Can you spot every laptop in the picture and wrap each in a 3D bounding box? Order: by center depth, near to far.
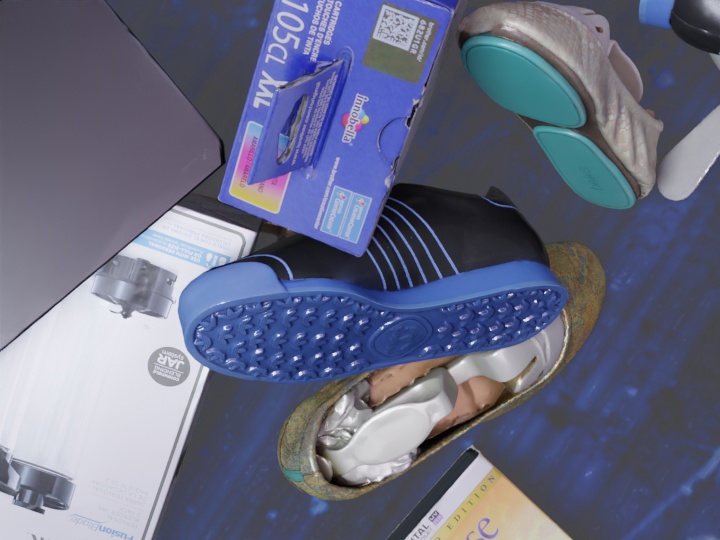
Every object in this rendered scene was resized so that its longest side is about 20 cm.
[{"bbox_3d":[-0.187,-0.067,0.779,0.177,0.200,0.103,-40,125,-5],"label":"laptop"}]

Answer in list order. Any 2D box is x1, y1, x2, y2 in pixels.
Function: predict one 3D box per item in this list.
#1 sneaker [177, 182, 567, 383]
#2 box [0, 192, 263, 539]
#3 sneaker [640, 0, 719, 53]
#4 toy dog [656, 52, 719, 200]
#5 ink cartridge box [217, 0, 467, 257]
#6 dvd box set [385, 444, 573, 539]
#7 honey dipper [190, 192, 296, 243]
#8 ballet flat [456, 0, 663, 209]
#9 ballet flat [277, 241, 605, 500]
[{"bbox_3d":[0.000,0.000,0.795,0.199,0.070,0.078,-3,50,-30],"label":"sneaker"},{"bbox_3d":[-0.131,0.053,0.813,0.116,0.060,0.201,20,98,-4],"label":"box"},{"bbox_3d":[0.215,-0.184,0.836,0.078,0.070,0.200,26,69,19],"label":"sneaker"},{"bbox_3d":[0.223,-0.037,0.880,0.131,0.096,0.201,8,78,-2],"label":"toy dog"},{"bbox_3d":[0.002,-0.104,0.753,0.076,0.200,0.137,20,128,0],"label":"ink cartridge box"},{"bbox_3d":[0.083,0.212,0.885,0.200,0.029,0.146,44,86,-8],"label":"dvd box set"},{"bbox_3d":[-0.091,-0.036,0.849,0.199,0.038,0.038,13,90,-5],"label":"honey dipper"},{"bbox_3d":[0.100,-0.093,0.813,0.067,0.200,0.063,16,77,27],"label":"ballet flat"},{"bbox_3d":[0.048,0.054,0.855,0.199,0.071,0.071,-32,97,-6],"label":"ballet flat"}]
